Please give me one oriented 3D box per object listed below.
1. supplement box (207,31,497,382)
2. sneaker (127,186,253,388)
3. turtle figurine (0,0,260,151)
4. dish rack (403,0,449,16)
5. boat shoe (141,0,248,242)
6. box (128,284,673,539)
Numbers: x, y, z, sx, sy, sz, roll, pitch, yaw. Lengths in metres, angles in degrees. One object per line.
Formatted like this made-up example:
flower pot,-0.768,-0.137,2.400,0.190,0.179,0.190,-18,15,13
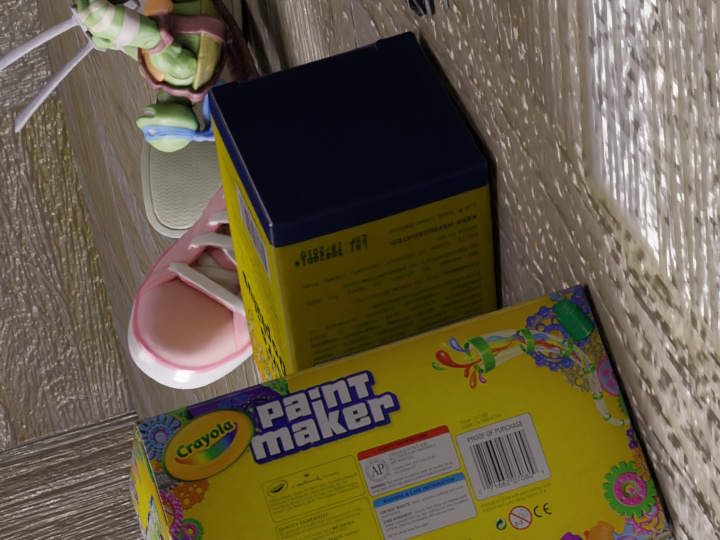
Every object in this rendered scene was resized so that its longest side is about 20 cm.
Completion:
supplement box,0.000,0.000,1.106,0.200,0.108,0.110,84,166,-45
sneaker,-0.057,-0.030,1.211,0.075,0.200,0.105,32,143,14
turtle figurine,-0.161,-0.185,1.453,0.144,0.199,0.195,26,-106,-64
dish rack,0.010,-0.209,0.894,0.154,0.054,0.200,-118,13,-52
boat shoe,-0.110,-0.105,1.536,0.068,0.072,0.201,90,-176,-63
box,0.008,0.111,0.986,0.193,0.199,0.122,116,136,-74
